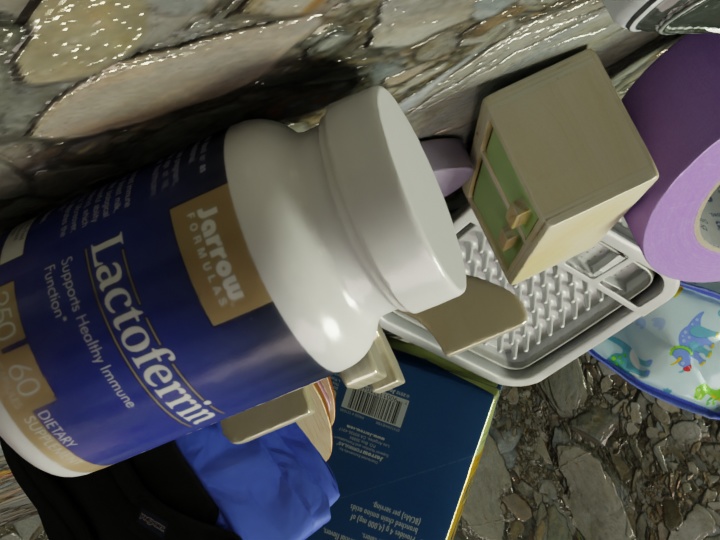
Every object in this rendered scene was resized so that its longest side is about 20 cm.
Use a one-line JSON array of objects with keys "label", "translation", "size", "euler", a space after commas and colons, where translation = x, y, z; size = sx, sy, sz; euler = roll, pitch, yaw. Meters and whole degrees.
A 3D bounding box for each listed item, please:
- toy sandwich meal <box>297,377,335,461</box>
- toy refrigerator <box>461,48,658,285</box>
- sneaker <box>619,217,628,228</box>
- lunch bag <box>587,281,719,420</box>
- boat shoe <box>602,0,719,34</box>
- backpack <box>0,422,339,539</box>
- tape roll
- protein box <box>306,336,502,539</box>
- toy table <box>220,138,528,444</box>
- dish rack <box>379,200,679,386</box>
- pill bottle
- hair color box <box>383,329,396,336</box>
[{"label": "toy sandwich meal", "translation": [-0.114, 0.122, 0.877], "size": [0.205, 0.205, 0.070], "euler": [-20, -160, -4]}, {"label": "toy refrigerator", "translation": [0.104, -0.049, 0.676], "size": [0.070, 0.076, 0.200], "euler": [-25, 172, -3]}, {"label": "sneaker", "translation": [0.231, -0.065, 0.954], "size": [0.200, 0.078, 0.091], "euler": [-16, -174, -8]}, {"label": "lunch bag", "translation": [0.233, 0.020, 1.017], "size": [0.200, 0.128, 0.170], "euler": [19, -164, 1]}, {"label": "boat shoe", "translation": [0.198, -0.122, 0.493], "size": [0.199, 0.068, 0.074], "euler": [-17, 170, -21]}, {"label": "backpack", "translation": [-0.129, 0.117, 0.756], "size": [0.162, 0.200, 0.168], "euler": [-42, 168, 27]}, {"label": "tape roll", "translation": [0.242, -0.076, 0.670], "size": [0.200, 0.066, 0.200], "euler": [-15, 149, -9]}, {"label": "protein box", "translation": [-0.004, 0.159, 0.992], "size": [0.198, 0.200, 0.135], "euler": [18, -175, 9]}, {"label": "toy table", "translation": [-0.013, 0.014, 0.680], "size": [0.200, 0.117, 0.184], "euler": [-24, 171, 14]}, {"label": "dish rack", "translation": [0.117, 0.006, 0.882], "size": [0.171, 0.044, 0.200], "euler": [26, 137, -22]}, {"label": "pill bottle", "translation": [-0.062, 0.004, 0.508], "size": [0.200, 0.116, 0.116], "euler": [-24, 171, 13]}, {"label": "hair color box", "translation": [0.076, 0.017, 1.067], "size": [0.099, 0.061, 0.200], "euler": [-23, 171, 12]}]
